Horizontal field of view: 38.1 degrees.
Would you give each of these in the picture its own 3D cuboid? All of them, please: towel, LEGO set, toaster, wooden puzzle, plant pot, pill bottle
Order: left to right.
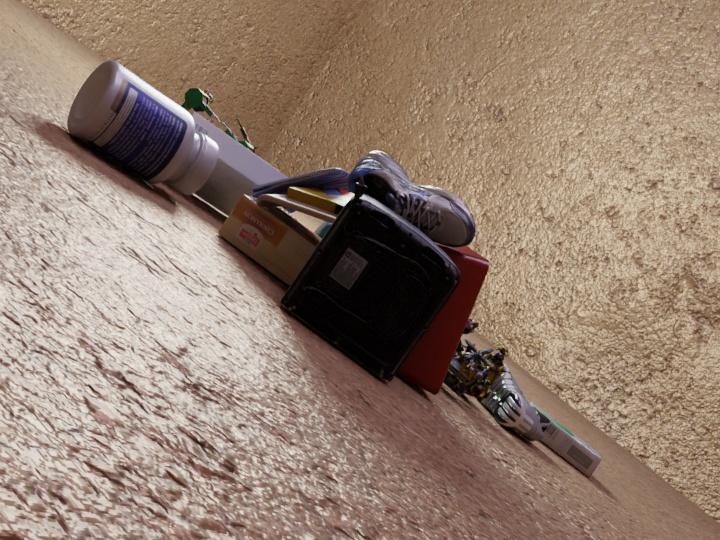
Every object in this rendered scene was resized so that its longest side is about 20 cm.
[{"bbox_3d":[-0.305,-0.196,1.491,0.199,0.121,0.120,33,4,-34],"label":"pill bottle"},{"bbox_3d":[-0.278,-0.228,1.916,0.199,0.155,0.116,40,4,8],"label":"LEGO set"},{"bbox_3d":[-0.077,-0.124,1.630,0.200,0.142,0.024,11,66,-78],"label":"towel"},{"bbox_3d":[-0.025,-0.093,1.529,0.197,0.038,0.184,15,11,29],"label":"wooden puzzle"},{"bbox_3d":[0.018,0.008,1.351,0.179,0.202,0.119,34,9,-5],"label":"toaster"},{"bbox_3d":[0.052,0.034,1.518,0.173,0.203,0.200,20,7,-11],"label":"plant pot"},{"bbox_3d":[0.161,0.101,1.697,0.152,0.117,0.200,-6,44,-49],"label":"LEGO set"}]

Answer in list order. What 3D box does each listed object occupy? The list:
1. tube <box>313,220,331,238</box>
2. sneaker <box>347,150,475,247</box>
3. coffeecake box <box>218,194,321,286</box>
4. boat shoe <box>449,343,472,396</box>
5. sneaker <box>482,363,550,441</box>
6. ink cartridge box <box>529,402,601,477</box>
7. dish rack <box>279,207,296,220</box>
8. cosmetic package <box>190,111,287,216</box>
[{"bbox_3d":[0.000,0.000,1.755,0.200,0.050,0.078,47,33,-14],"label":"tube"},{"bbox_3d":[0.064,-0.085,1.432,0.198,0.078,0.085,31,30,13],"label":"sneaker"},{"bbox_3d":[-0.121,-0.042,1.617,0.152,0.074,0.200,36,4,3],"label":"coffeecake box"},{"bbox_3d":[0.148,0.146,1.819,0.073,0.065,0.200,35,5,-41],"label":"boat shoe"},{"bbox_3d":[0.273,0.242,1.833,0.115,0.075,0.201,40,13,-18],"label":"sneaker"},{"bbox_3d":[0.382,0.316,2.014,0.160,0.050,0.200,37,6,6],"label":"ink cartridge box"},{"bbox_3d":[-0.156,-0.094,1.992,0.153,0.055,0.199,46,8,33],"label":"dish rack"},{"bbox_3d":[-0.241,-0.169,1.727,0.199,0.052,0.150,34,-32,-30],"label":"cosmetic package"}]
